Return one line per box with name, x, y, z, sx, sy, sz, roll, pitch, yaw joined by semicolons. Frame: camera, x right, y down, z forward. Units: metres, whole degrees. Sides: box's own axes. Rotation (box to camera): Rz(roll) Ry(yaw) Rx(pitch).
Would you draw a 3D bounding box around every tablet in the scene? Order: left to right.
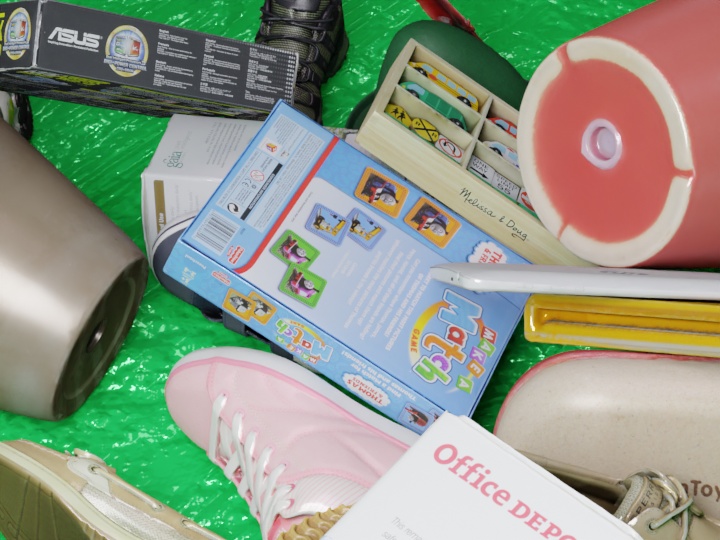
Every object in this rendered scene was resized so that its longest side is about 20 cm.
tablet;0.147;0.006;1.207;0.199;0.014;0.130;2;3;-8

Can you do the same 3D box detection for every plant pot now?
plant pot;-0.231;0.000;1.284;0.173;0.201;0.200;27;45;9
plant pot;0.207;-0.088;1.313;0.177;0.201;0.200;-13;38;-41

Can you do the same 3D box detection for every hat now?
hat;0.061;-0.163;1.457;0.199;0.177;0.166;13;42;16

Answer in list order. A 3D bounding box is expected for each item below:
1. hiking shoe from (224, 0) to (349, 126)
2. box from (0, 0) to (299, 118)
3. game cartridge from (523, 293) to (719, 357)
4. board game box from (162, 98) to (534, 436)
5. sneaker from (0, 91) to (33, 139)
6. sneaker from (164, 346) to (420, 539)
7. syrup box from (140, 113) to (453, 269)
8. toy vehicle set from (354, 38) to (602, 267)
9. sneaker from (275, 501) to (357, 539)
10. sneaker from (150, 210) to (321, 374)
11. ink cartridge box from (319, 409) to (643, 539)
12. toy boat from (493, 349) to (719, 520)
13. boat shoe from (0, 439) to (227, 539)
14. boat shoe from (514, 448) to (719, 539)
hiking shoe;-0.057;-0.156;1.514;0.075;0.101;0.201;5;40;9
box;-0.166;-0.135;1.361;0.199;0.045;0.160;7;-2;-39
game cartridge;0.218;0.028;1.229;0.175;0.033;0.200;4;5;32
board game box;0.000;0.000;1.268;0.199;0.037;0.152;32;45;0
sneaker;-0.282;-0.110;1.489;0.084;0.077;0.201;-7;39;2
sneaker;-0.047;0.116;1.206;0.199;0.076;0.105;23;40;21
syrup box;-0.040;-0.044;1.393;0.199;0.082;0.079;5;35;9
toy vehicle set;0.096;-0.063;1.362;0.199;0.027;0.124;34;30;-7
sneaker;-0.038;0.198;1.097;0.199;0.090;0.075;-27;48;-28
sneaker;-0.043;0.013;1.328;0.199;0.079;0.080;7;35;8
ink cartridge box;0.033;0.187;0.989;0.200;0.086;0.147;-43;45;-14
toy boat;0.175;0.106;1.200;0.199;0.131;0.131;3;10;5
boat shoe;-0.130;0.150;1.177;0.200;0.074;0.063;26;40;25
boat shoe;0.147;0.141;1.100;0.199;0.065;0.072;14;34;10
